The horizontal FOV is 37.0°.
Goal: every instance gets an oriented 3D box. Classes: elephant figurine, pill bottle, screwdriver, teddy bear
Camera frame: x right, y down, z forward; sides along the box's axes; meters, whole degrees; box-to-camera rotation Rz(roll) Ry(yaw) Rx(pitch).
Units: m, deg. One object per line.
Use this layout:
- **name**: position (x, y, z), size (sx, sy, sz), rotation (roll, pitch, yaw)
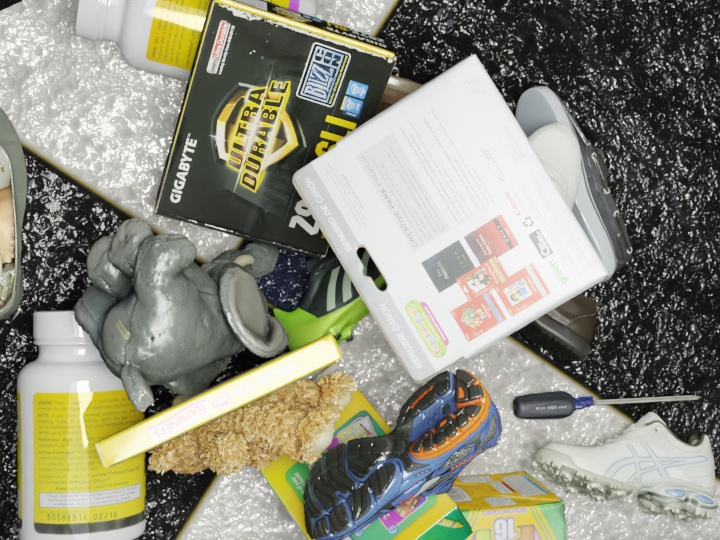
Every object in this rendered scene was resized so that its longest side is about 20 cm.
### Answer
- **elephant figurine**: position (-0.127, 0.038, 0.914), size (0.200, 0.141, 0.156), rotation (20, 88, -46)
- **pill bottle**: position (-0.246, 0.135, 0.949), size (0.111, 0.111, 0.201), rotation (-1, 90, -11)
- **screwdriver**: position (0.250, 0.129, 1.089), size (0.199, 0.028, 0.029), rotation (-6, 65, -12)
- **teddy bear**: position (-0.098, 0.129, 0.947), size (0.145, 0.199, 0.067), rotation (-51, 125, -38)
- **pill bottle**: position (-0.145, -0.219, 0.955), size (0.199, 0.104, 0.105), rotation (12, 91, -12)

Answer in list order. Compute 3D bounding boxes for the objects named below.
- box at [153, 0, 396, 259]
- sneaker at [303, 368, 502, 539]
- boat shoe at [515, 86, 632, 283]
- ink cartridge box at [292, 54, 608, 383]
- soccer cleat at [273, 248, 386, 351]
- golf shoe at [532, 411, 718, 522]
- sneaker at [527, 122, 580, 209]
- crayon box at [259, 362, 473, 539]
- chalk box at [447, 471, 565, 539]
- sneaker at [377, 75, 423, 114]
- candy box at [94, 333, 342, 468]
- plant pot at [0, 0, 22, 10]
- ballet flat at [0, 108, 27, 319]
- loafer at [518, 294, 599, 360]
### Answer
- **box**: position (-0.076, -0.123, 0.927), size (0.159, 0.049, 0.201), rotation (15, 116, -14)
- **sneaker**: position (0.036, 0.166, 0.880), size (0.200, 0.076, 0.078), rotation (-36, 134, 17)
- **boat shoe**: position (0.216, -0.089, 1.053), size (0.066, 0.070, 0.201), rotation (-24, 91, -31)
- **ink cartridge box**: position (0.070, -0.038, 0.867), size (0.175, 0.084, 0.201), rotation (-31, 88, 6)
- **soccer cleat**: position (0.000, 0.000, 0.992), size (0.200, 0.067, 0.081), rotation (-43, 66, 10)
- **golf shoe**: position (0.266, 0.187, 1.082), size (0.199, 0.078, 0.098), rotation (16, 73, -17)
- **sneaker**: position (0.156, -0.044, 0.960), size (0.075, 0.100, 0.201), rotation (25, 77, -6)
- **crayon box**: position (-0.008, 0.191, 0.962), size (0.119, 0.200, 0.058), rotation (-38, 141, -6)
- **chalk box**: position (0.122, 0.306, 1.024), size (0.123, 0.124, 0.201), rotation (-3, 95, -10)
- **sneaker**: position (0.051, -0.135, 1.015), size (0.199, 0.070, 0.076), rotation (17, 95, -10)
- **candy box**: position (-0.113, 0.105, 0.867), size (0.199, 0.102, 0.027), rotation (-24, 88, -12)
- **plant pot**: position (-0.281, -0.337, 0.887), size (0.177, 0.199, 0.201), rotation (-20, 96, -20)
- **ballet flat**: position (-0.329, -0.054, 0.950), size (0.067, 0.064, 0.201), rotation (-4, 93, -11)
- **loafer**: position (0.148, 0.009, 1.046), size (0.200, 0.073, 0.072), rotation (36, 74, -12)
